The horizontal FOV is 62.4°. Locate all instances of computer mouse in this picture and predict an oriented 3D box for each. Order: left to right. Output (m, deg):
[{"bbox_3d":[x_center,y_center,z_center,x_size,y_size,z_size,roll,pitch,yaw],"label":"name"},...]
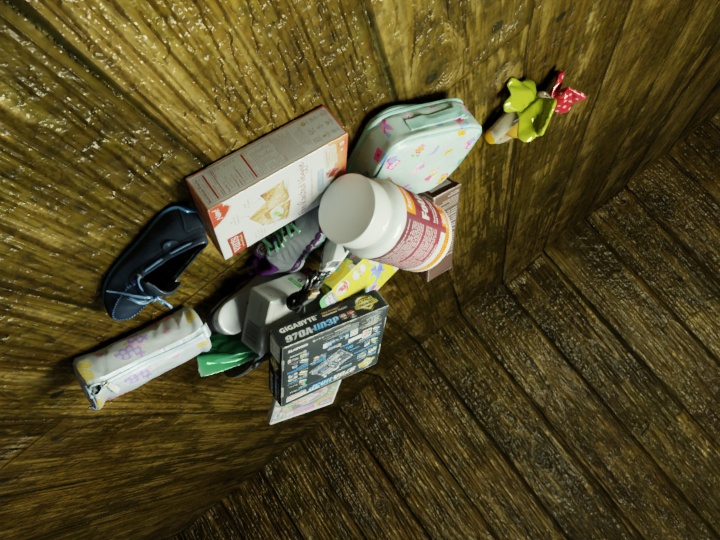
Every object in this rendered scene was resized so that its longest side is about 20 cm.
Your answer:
[{"bbox_3d":[-0.046,-0.027,0.920,0.200,0.044,0.110,-55,-177,-28],"label":"computer mouse"}]

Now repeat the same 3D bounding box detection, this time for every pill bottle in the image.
[{"bbox_3d":[0.039,-0.067,0.856,0.114,0.114,0.200,-44,150,21],"label":"pill bottle"}]

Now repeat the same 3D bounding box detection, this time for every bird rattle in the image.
[{"bbox_3d":[0.311,-0.302,1.114,0.163,0.113,0.200,-38,180,42],"label":"bird rattle"}]

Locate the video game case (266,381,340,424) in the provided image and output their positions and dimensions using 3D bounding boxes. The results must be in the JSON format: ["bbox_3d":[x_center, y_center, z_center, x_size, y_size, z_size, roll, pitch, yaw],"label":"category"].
[{"bbox_3d":[-0.088,0.194,1.087,0.143,0.018,0.200,-11,135,-35],"label":"video game case"}]

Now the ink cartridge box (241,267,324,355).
[{"bbox_3d":[-0.106,0.057,1.014,0.200,0.050,0.109,-23,138,-49],"label":"ink cartridge box"}]

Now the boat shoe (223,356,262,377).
[{"bbox_3d":[-0.206,0.150,1.224,0.200,0.075,0.068,-45,156,21],"label":"boat shoe"}]

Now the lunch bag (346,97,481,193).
[{"bbox_3d":[0.082,-0.187,0.911,0.200,0.077,0.160,-21,156,-33],"label":"lunch bag"}]

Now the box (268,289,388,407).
[{"bbox_3d":[-0.054,0.129,0.992,0.200,0.046,0.159,-21,141,-26],"label":"box"}]

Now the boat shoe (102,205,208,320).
[{"bbox_3d":[-0.263,0.006,0.748,0.084,0.069,0.200,-13,150,-53],"label":"boat shoe"}]

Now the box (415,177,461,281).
[{"bbox_3d":[0.121,-0.088,1.108,0.075,0.100,0.200,-28,140,-28],"label":"box"}]

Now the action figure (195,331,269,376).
[{"bbox_3d":[-0.186,0.126,1.032,0.200,0.118,0.055,-10,135,-20],"label":"action figure"}]

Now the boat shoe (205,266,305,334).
[{"bbox_3d":[-0.180,0.044,1.027,0.068,0.072,0.200,-6,-152,49],"label":"boat shoe"}]

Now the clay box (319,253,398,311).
[{"bbox_3d":[0.000,0.000,1.012,0.200,0.048,0.115,-43,150,-16],"label":"clay box"}]

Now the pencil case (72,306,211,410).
[{"bbox_3d":[-0.330,0.129,0.907,0.200,0.083,0.091,-28,-178,-31],"label":"pencil case"}]

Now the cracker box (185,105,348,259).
[{"bbox_3d":[-0.113,-0.110,0.768,0.200,0.058,0.134,-32,162,-16],"label":"cracker box"}]

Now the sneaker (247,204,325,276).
[{"bbox_3d":[-0.113,-0.047,0.909,0.087,0.074,0.200,-20,157,-33],"label":"sneaker"}]
